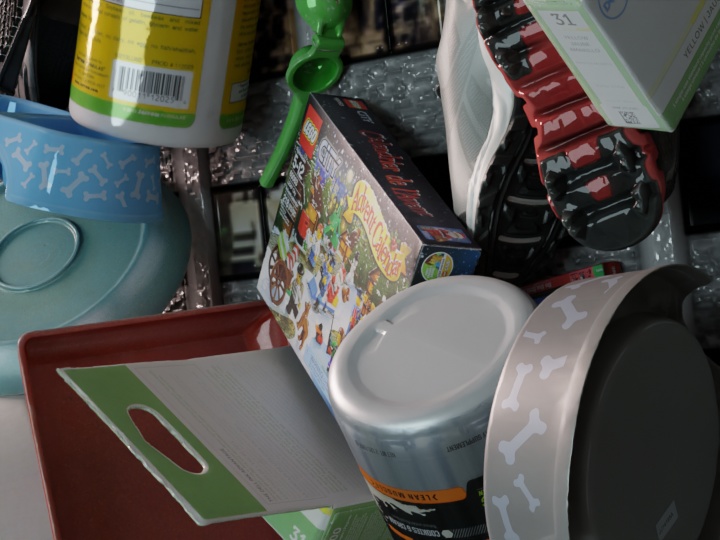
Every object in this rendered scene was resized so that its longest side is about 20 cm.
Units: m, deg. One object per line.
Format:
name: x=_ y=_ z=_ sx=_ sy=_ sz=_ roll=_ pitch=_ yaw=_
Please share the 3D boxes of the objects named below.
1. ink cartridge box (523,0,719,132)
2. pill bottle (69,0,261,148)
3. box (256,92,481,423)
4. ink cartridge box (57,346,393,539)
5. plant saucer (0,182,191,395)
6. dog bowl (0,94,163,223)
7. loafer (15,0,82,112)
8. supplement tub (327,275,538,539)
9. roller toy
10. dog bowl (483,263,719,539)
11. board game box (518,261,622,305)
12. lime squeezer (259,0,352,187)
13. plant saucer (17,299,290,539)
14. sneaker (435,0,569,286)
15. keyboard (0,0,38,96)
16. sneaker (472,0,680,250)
ink cartridge box: x=0.124 y=-0.186 z=1.164 sx=0.048 sy=0.200 sz=0.146 roll=10 pitch=61 yaw=43
pill bottle: x=-0.115 y=-0.185 z=1.481 sx=0.111 sy=0.111 sz=0.201 roll=22 pitch=108 yaw=40
box: x=0.000 y=0.000 z=1.385 sx=0.200 sy=0.038 sz=0.137 roll=-125 pitch=45 yaw=-55
ink cartridge box: x=-0.064 y=0.106 z=1.367 sx=0.145 sy=0.200 sz=0.048 roll=42 pitch=122 yaw=34
plant saucer: x=-0.208 y=-0.004 z=1.548 sx=0.200 sy=0.200 sz=0.027 roll=25 pitch=152 yaw=39
dog bowl: x=-0.210 y=-0.077 z=1.517 sx=0.200 sy=0.111 sz=0.050 roll=17 pitch=101 yaw=34
loafer: x=-0.182 y=-0.183 z=1.566 sx=0.070 sy=0.068 sz=0.201 roll=-108 pitch=33 yaw=-54
supplement tub: x=0.069 y=0.112 z=1.281 sx=0.122 sy=0.123 sz=0.200 roll=14 pitch=141 yaw=42
roller toy: x=-0.192 y=0.156 z=1.541 sx=0.182 sy=0.139 sz=0.201 roll=-153 pitch=47 yaw=-75
dog bowl: x=0.131 y=0.094 z=1.210 sx=0.059 sy=0.200 sz=0.201 roll=6 pitch=98 yaw=35
board game box: x=0.080 y=0.066 z=1.385 sx=0.200 sy=0.019 sz=0.103 roll=-18 pitch=83 yaw=43
lime squeezer: x=-0.037 y=-0.143 z=1.463 sx=0.071 sy=0.038 sz=0.201 roll=16 pitch=106 yaw=42
plant saucer: x=-0.114 y=0.127 z=1.456 sx=0.037 sy=0.200 sz=0.200 roll=-18 pitch=82 yaw=51
sneaker: x=0.079 y=-0.087 z=1.344 sx=0.079 sy=0.074 sz=0.201 roll=5 pitch=92 yaw=53
keyboard: x=-0.230 y=-0.192 z=1.583 sx=0.200 sy=0.021 sz=0.127 roll=-93 pitch=20 yaw=-45
sneaker: x=0.118 y=-0.114 z=1.267 sx=0.071 sy=0.098 sz=0.201 roll=-18 pitch=97 yaw=31
